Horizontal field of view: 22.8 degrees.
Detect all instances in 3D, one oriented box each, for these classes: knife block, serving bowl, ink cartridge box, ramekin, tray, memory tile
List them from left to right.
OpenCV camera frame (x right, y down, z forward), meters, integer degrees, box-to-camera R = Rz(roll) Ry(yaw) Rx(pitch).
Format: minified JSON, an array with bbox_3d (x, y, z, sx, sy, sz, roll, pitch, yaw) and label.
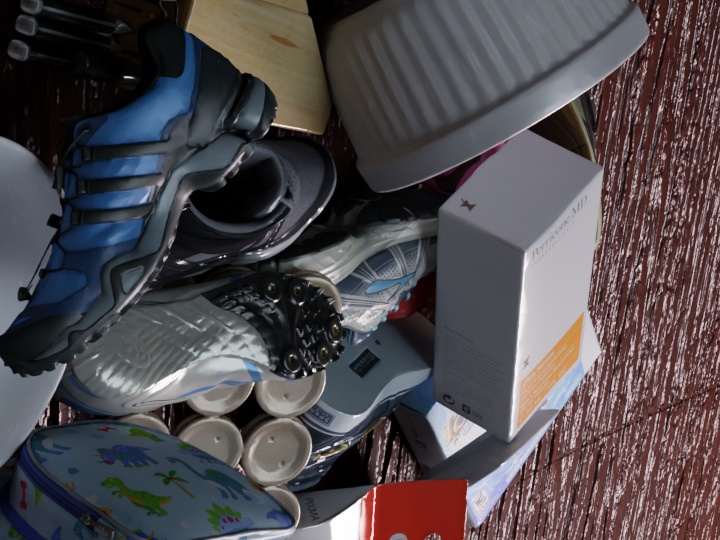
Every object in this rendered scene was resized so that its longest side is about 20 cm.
[{"bbox_3d":[-0.233,0.021,0.906,0.200,0.066,0.201,-33,131,-46],"label":"serving bowl"},{"bbox_3d":[-0.107,-0.119,1.009,0.176,0.064,0.201,-45,142,-29],"label":"knife block"},{"bbox_3d":[-0.096,0.090,1.138,0.153,0.017,0.201,3,111,-27],"label":"memory tile"},{"bbox_3d":[-0.019,0.232,1.268,0.199,0.047,0.161,-4,119,-11],"label":"ink cartridge box"},{"bbox_3d":[0.056,0.164,1.353,0.200,0.022,0.107,-39,177,35],"label":"tray"},{"bbox_3d":[0.066,-0.143,1.102,0.200,0.200,0.105,-39,102,-36],"label":"ramekin"}]

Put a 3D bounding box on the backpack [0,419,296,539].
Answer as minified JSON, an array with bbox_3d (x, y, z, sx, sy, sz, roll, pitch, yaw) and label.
[{"bbox_3d":[-0.144,0.167,1.006,0.183,0.199,0.148,0,109,-59],"label":"backpack"}]

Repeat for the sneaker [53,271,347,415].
[{"bbox_3d":[-0.098,0.043,1.078,0.199,0.072,0.072,-7,87,-35],"label":"sneaker"}]

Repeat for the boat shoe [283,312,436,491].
[{"bbox_3d":[-0.012,0.088,1.280,0.091,0.071,0.200,-51,169,28],"label":"boat shoe"}]

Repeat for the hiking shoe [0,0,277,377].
[{"bbox_3d":[-0.132,-0.038,0.920,0.087,0.074,0.200,40,74,-15],"label":"hiking shoe"}]

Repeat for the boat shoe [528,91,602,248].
[{"bbox_3d":[0.146,-0.108,1.317,0.065,0.073,0.201,-19,98,-53],"label":"boat shoe"}]

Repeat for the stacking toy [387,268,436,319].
[{"bbox_3d":[0.077,-0.014,1.328,0.200,0.085,0.086,-24,128,-42],"label":"stacking toy"}]

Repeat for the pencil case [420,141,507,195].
[{"bbox_3d":[0.090,-0.147,1.247,0.090,0.094,0.201,-5,114,-31],"label":"pencil case"}]

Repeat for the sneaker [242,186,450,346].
[{"bbox_3d":[0.000,0.000,1.220,0.199,0.077,0.087,-18,118,-35],"label":"sneaker"}]

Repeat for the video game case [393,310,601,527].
[{"bbox_3d":[0.115,0.084,1.470,0.200,0.045,0.182,-53,144,-21],"label":"video game case"}]

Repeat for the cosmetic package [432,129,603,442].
[{"bbox_3d":[0.108,0.013,1.247,0.101,0.071,0.201,-44,150,-32],"label":"cosmetic package"}]

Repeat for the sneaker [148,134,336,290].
[{"bbox_3d":[-0.065,-0.046,1.055,0.200,0.114,0.076,-24,90,-43],"label":"sneaker"}]
